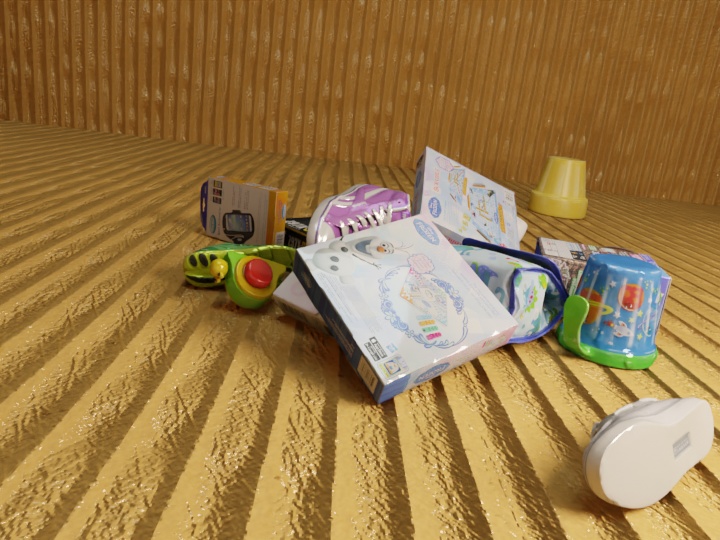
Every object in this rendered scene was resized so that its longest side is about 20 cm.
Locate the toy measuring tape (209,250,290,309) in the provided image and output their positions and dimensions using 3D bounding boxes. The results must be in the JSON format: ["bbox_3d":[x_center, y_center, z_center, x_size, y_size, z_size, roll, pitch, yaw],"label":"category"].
[{"bbox_3d":[-0.124,0.028,0.829,0.197,0.075,0.073,19,8,-32],"label":"toy measuring tape"}]

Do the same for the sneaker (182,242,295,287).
[{"bbox_3d":[-0.174,-0.015,0.902,0.195,0.076,0.084,3,20,-13],"label":"sneaker"}]

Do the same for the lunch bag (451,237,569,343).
[{"bbox_3d":[0.196,0.028,0.848,0.168,0.130,0.198,18,8,41],"label":"lunch bag"}]

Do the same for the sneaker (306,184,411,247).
[{"bbox_3d":[0.009,-0.069,0.808,0.112,0.074,0.201,11,36,25],"label":"sneaker"}]

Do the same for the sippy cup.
[{"bbox_3d":[0.357,0.049,0.812,0.137,0.133,0.178,13,17,17],"label":"sippy cup"}]

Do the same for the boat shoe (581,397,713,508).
[{"bbox_3d":[0.254,0.156,0.534,0.197,0.074,0.068,-15,4,-37],"label":"boat shoe"}]

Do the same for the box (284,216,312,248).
[{"bbox_3d":[-0.065,-0.063,1.160,0.157,0.050,0.198,-9,23,-39],"label":"box"}]

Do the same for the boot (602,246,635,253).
[{"bbox_3d":[0.461,-0.002,1.148,0.182,0.066,0.199,-1,9,22],"label":"boot"}]

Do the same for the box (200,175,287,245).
[{"bbox_3d":[-0.232,-0.112,1.123,0.197,0.122,0.041,17,19,30],"label":"box"}]

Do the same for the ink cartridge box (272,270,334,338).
[{"bbox_3d":[0.000,0.000,0.789,0.161,0.057,0.201,19,62,38],"label":"ink cartridge box"}]

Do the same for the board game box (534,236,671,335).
[{"bbox_3d":[0.395,0.020,0.985,0.196,0.099,0.159,11,17,12],"label":"board game box"}]

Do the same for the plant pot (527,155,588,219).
[{"bbox_3d":[0.699,-0.294,2.012,0.196,0.193,0.201,6,17,-2],"label":"plant pot"}]

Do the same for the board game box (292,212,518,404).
[{"bbox_3d":[0.050,0.032,0.683,0.196,0.044,0.201,-17,55,-29],"label":"board game box"}]

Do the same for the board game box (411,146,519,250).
[{"bbox_3d":[0.185,-0.106,1.016,0.196,0.041,0.202,25,43,-12],"label":"board game box"}]

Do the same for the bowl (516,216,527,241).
[{"bbox_3d":[0.225,-0.092,1.214,0.197,0.076,0.199,23,-10,-26],"label":"bowl"}]
